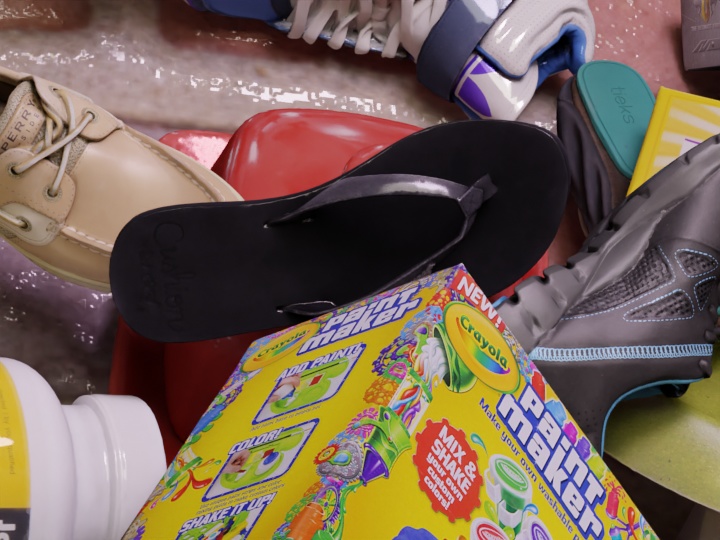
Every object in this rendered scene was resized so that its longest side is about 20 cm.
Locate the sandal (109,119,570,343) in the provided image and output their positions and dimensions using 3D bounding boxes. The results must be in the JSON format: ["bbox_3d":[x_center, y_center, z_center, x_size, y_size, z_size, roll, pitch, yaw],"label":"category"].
[{"bbox_3d":[-0.005,-0.009,1.247,0.199,0.043,0.077,-16,97,-2],"label":"sandal"}]

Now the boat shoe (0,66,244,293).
[{"bbox_3d":[-0.141,-0.049,1.293,0.199,0.065,0.072,25,74,16],"label":"boat shoe"}]

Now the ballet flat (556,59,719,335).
[{"bbox_3d":[0.134,-0.018,1.416,0.073,0.073,0.201,-1,39,-15],"label":"ballet flat"}]

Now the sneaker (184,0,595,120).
[{"bbox_3d":[0.021,-0.126,1.467,0.199,0.081,0.147,-14,57,-29],"label":"sneaker"}]

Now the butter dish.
[{"bbox_3d":[0.000,0.000,1.336,0.198,0.148,0.201,13,54,-7],"label":"butter dish"}]

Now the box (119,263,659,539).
[{"bbox_3d":[0.016,0.143,1.183,0.200,0.122,0.193,53,41,-19],"label":"box"}]

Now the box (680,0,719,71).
[{"bbox_3d":[0.268,-0.128,1.467,0.157,0.200,0.049,-2,91,-19],"label":"box"}]

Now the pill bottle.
[{"bbox_3d":[-0.186,0.091,1.238,0.199,0.112,0.113,1,56,-25],"label":"pill bottle"}]

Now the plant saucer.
[{"bbox_3d":[0.186,0.071,1.337,0.199,0.031,0.200,16,16,-5],"label":"plant saucer"}]

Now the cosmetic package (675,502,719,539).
[{"bbox_3d":[0.172,0.198,1.286,0.107,0.085,0.201,16,55,0],"label":"cosmetic package"}]

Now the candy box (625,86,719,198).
[{"bbox_3d":[0.221,-0.026,1.364,0.199,0.027,0.102,14,38,7],"label":"candy box"}]

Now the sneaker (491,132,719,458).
[{"bbox_3d":[0.128,0.009,1.284,0.200,0.073,0.082,-39,86,-16],"label":"sneaker"}]
